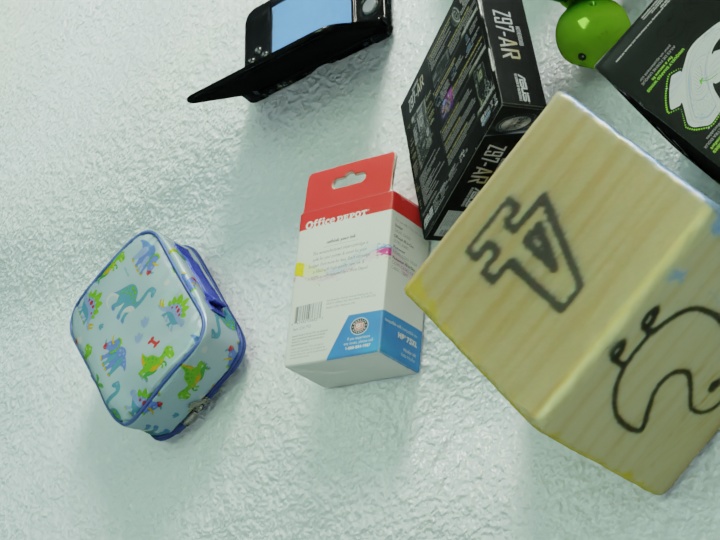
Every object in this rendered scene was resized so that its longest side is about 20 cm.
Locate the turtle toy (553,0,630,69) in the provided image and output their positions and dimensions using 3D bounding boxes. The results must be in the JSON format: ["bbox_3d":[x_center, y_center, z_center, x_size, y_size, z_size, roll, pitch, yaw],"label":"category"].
[{"bbox_3d":[0.194,-0.279,1.317,0.144,0.201,0.101,-13,23,0],"label":"turtle toy"}]

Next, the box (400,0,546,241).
[{"bbox_3d":[0.096,-0.146,1.338,0.200,0.043,0.161,118,150,-51],"label":"box"}]

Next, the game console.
[{"bbox_3d":[-0.076,-0.261,1.570,0.199,0.116,0.177,-21,57,32],"label":"game console"}]

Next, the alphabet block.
[{"bbox_3d":[0.191,0.019,1.140,0.201,0.195,0.196,-52,43,8],"label":"alphabet block"}]

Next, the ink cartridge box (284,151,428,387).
[{"bbox_3d":[0.000,0.000,1.404,0.116,0.067,0.202,-12,62,37],"label":"ink cartridge box"}]

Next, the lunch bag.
[{"bbox_3d":[-0.209,0.064,1.546,0.161,0.082,0.200,-49,46,12],"label":"lunch bag"}]

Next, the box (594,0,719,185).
[{"bbox_3d":[0.308,-0.122,1.137,0.124,0.148,0.200,-48,45,9],"label":"box"}]
